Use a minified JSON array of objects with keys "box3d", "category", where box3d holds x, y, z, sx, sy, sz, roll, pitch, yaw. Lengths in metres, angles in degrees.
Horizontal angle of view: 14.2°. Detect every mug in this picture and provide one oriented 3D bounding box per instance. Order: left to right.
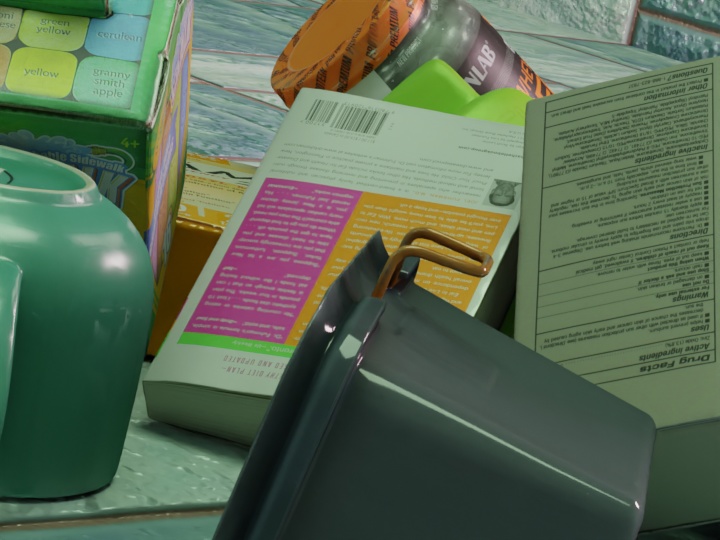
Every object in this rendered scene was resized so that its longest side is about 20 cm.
[{"box3d":[-0.149,0.016,1.143,0.152,0.115,0.185,3,14,-44],"category":"mug"}]

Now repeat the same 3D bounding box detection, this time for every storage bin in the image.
[{"box3d":[0.036,0.070,1.066,0.134,0.146,0.200,24,11,3],"category":"storage bin"}]

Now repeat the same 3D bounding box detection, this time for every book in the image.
[{"box3d":[0.000,0.000,1.301,0.133,0.048,0.200,12,47,17],"category":"book"}]

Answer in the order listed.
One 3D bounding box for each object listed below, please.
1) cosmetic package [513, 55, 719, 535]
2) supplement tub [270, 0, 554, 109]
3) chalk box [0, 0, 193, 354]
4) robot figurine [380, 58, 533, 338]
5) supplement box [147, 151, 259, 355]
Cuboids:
[{"box3d":[0.124,0.011,1.241,0.105,0.200,0.071,-11,-42,21],"category":"cosmetic package"},{"box3d":[0.052,-0.063,1.562,0.200,0.123,0.123,45,-1,-20],"category":"supplement tub"},{"box3d":[-0.141,-0.074,1.261,0.124,0.200,0.124,7,48,2],"category":"chalk box"},{"box3d":[0.079,-0.008,1.434,0.200,0.116,0.176,47,-9,12],"category":"robot figurine"},{"box3d":[-0.073,-0.008,1.469,0.126,0.074,0.200,12,10,-9],"category":"supplement box"}]
